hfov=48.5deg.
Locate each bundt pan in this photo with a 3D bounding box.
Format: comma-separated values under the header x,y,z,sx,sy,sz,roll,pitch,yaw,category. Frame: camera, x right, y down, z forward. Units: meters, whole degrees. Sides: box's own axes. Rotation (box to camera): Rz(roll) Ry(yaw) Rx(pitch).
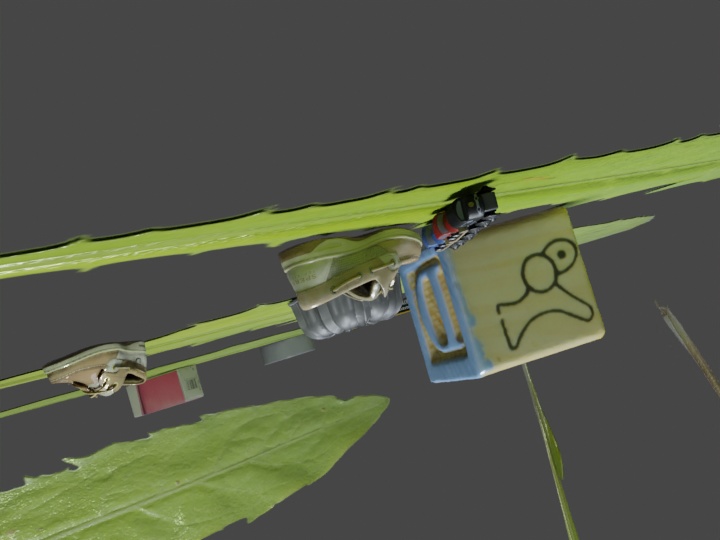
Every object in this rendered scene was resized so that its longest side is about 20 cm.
x,y,z,sx,sy,sz,roll,pitch,yaw,category
-0.018,0.063,1.339,0.201,0.076,0.202,-16,175,-1,bundt pan

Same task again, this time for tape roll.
x,y,z,sx,sy,sz,roll,pitch,yaw,category
-0.270,0.291,2.961,0.199,0.067,0.200,-18,175,-2,tape roll

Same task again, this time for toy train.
x,y,z,sx,sy,sz,roll,pitch,yaw,category
0.094,-0.045,0.791,0.045,0.034,0.200,-13,174,-6,toy train

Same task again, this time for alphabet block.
x,y,z,sx,sy,sz,roll,pitch,yaw,category
0.194,0.039,1.143,0.199,0.197,0.196,-14,176,-17,alphabet block

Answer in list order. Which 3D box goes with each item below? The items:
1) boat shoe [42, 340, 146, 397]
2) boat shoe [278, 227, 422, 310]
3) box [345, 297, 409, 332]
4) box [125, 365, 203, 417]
x,y,z,sx,sy,sz,roll,pitch,yaw,category
-0.346,0.136,1.079,0.074,0.067,0.200,-19,175,17,boat shoe
0.000,0.000,0.784,0.072,0.065,0.200,-20,174,34,boat shoe
0.053,0.140,2.525,0.159,0.050,0.200,-16,175,-29,box
-0.631,0.390,2.583,0.199,0.110,0.128,-19,175,17,box
